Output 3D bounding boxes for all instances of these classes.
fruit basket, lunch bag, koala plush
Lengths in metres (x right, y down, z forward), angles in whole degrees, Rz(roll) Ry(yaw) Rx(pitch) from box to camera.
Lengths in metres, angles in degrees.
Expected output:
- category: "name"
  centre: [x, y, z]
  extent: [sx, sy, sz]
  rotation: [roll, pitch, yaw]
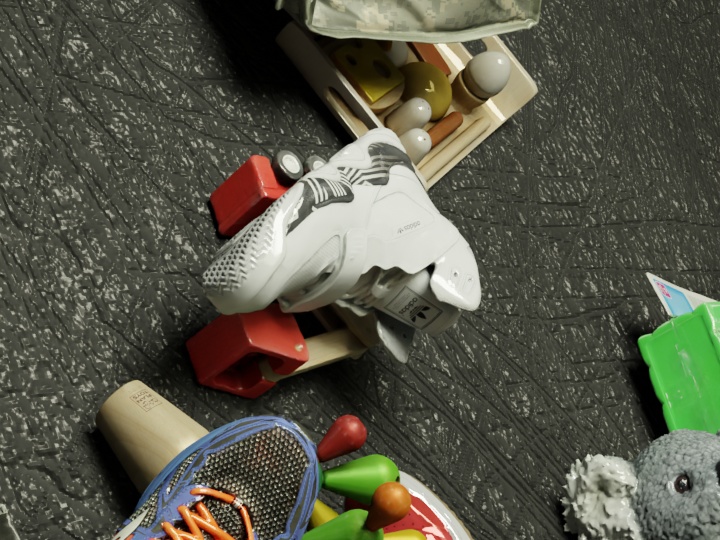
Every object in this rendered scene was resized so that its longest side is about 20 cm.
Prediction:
- category: "fruit basket"
  centre: [0.292, 0.097, 1.211]
  extent: [0.199, 0.094, 0.186]
  rotation: [15, 49, -43]
- category: "lunch bag"
  centre: [0.001, -0.224, 1.091]
  extent: [0.199, 0.118, 0.164]
  rotation: [-15, 40, -32]
- category: "koala plush"
  centre: [0.222, 0.182, 1.018]
  extent: [0.176, 0.184, 0.201]
  rotation: [-16, 54, -18]

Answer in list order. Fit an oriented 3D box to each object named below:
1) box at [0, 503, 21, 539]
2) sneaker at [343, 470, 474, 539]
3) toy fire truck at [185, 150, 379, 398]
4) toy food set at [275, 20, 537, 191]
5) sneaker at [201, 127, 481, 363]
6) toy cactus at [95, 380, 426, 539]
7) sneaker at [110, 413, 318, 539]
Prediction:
- category: "box"
  centre: [-0.154, 0.209, 0.579]
  extent: [0.163, 0.086, 0.201]
  rotation: [-25, 78, -17]
- category: "sneaker"
  centre: [0.021, 0.199, 0.850]
  extent: [0.112, 0.071, 0.201]
  rotation: [-5, 65, -52]
- category: "toy fire truck"
  centre: [-0.024, 0.003, 0.986]
  extent: [0.199, 0.049, 0.142]
  rotation: [6, 56, -46]
- category: "toy food set"
  centre: [0.039, -0.143, 1.167]
  extent: [0.144, 0.060, 0.200]
  rotation: [51, 36, -2]
- category: "sneaker"
  centre: [0.000, 0.000, 0.909]
  extent: [0.115, 0.075, 0.200]
  rotation: [50, 33, -1]
- category: "toy cactus"
  centre: [-0.065, 0.118, 0.812]
  extent: [0.165, 0.102, 0.200]
  rotation: [43, 54, 16]
- category: "sneaker"
  centre: [-0.086, 0.140, 0.700]
  extent: [0.075, 0.078, 0.200]
  rotation: [42, 72, -2]
